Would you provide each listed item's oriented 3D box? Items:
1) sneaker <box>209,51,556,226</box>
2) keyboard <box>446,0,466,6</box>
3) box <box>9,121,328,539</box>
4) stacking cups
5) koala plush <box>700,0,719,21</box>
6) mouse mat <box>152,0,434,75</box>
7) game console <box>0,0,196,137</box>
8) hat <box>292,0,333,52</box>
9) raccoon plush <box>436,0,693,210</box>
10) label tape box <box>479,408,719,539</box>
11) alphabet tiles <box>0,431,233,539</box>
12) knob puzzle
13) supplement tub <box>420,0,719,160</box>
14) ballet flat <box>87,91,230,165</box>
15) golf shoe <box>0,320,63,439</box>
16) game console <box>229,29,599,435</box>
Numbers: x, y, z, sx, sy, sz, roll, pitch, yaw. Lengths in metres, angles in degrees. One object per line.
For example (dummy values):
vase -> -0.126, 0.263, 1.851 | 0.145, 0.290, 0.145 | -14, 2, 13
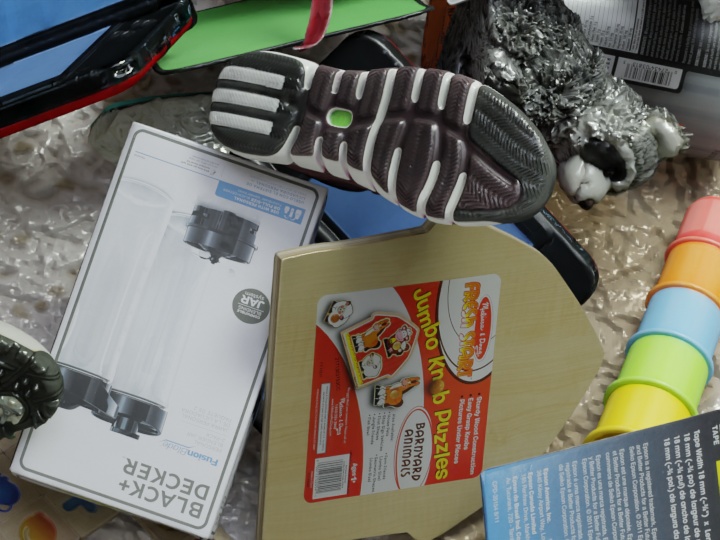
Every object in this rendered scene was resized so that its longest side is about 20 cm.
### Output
sneaker -> 0.028, -0.067, 1.588 | 0.200, 0.115, 0.076 | 19, 88, 26
keyboard -> 0.135, -0.201, 1.647 | 0.200, 0.011, 0.056 | -18, 56, 20
box -> -0.101, 0.034, 1.610 | 0.116, 0.060, 0.200 | 20, 84, -1
stacking cups -> 0.184, 0.042, 1.749 | 0.060, 0.061, 0.200 | 23, 49, 2
koala plush -> 0.215, -0.251, 1.734 | 0.184, 0.178, 0.200 | 23, 23, -24
mouse mat -> -0.052, -0.144, 1.739 | 0.161, 0.200, 0.008 | -14, 105, -8
game console -> -0.207, -0.148, 1.663 | 0.119, 0.200, 0.172 | 65, 23, -15
hat -> 0.016, -0.230, 1.679 | 0.165, 0.176, 0.200 | -2, 99, -18
raccoon plush -> 0.125, -0.136, 1.711 | 0.134, 0.097, 0.200 | 10, 89, -17
label tape box -> 0.168, 0.157, 1.580 | 0.200, 0.063, 0.144 | -16, 60, 24
alphabet tiles -> -0.185, 0.131, 1.619 | 0.167, 0.008, 0.200 | -34, 70, -30
knob puzzle -> 0.038, 0.055, 1.629 | 0.219, 0.220, 0.030 | -12, 28, -21
supplement tub -> 0.143, -0.142, 1.815 | 0.200, 0.123, 0.123 | 11, 55, -6
ballet flat -> -0.056, -0.071, 1.750 | 0.200, 0.072, 0.072 | -6, 58, -16
golf shoe -> -0.232, 0.030, 1.597 | 0.200, 0.077, 0.088 | 12, 36, 29
game console -> 0.000, 0.000, 1.661 | 0.200, 0.172, 0.119 | 47, 30, -2
